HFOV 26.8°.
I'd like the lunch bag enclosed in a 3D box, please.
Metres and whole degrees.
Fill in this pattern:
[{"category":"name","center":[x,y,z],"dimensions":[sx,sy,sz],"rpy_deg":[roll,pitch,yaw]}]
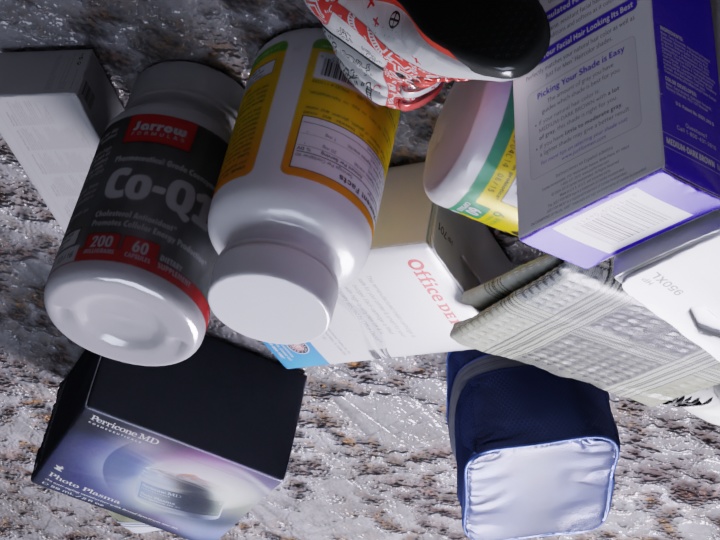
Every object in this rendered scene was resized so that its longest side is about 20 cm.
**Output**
[{"category":"lunch bag","center":[0.145,0.140,1.312],"dimensions":[0.135,0.133,0.200],"rpy_deg":[-5,145,-2]}]

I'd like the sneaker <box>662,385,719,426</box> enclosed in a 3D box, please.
[{"category":"sneaker","center":[0.253,0.086,1.243],"dimensions":[0.074,0.080,0.200],"rpy_deg":[-22,134,39]}]

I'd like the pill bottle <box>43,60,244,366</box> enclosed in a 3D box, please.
[{"category":"pill bottle","center":[-0.142,-0.044,1.071],"dimensions":[0.113,0.201,0.114],"rpy_deg":[9,146,6]}]

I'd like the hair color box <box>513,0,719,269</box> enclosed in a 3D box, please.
[{"category":"hair color box","center":[0.145,-0.115,0.869],"dimensions":[0.065,0.201,0.109],"rpy_deg":[19,149,-35]}]

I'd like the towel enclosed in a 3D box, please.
[{"category":"towel","center":[0.182,0.040,1.079],"dimensions":[0.192,0.035,0.200],"rpy_deg":[18,158,-16]}]

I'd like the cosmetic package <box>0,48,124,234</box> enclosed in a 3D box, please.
[{"category":"cosmetic package","center":[-0.212,-0.085,1.169],"dimensions":[0.082,0.051,0.200],"rpy_deg":[-1,144,16]}]

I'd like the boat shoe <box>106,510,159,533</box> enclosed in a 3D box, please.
[{"category":"boat shoe","center":[-0.221,0.246,1.639],"dimensions":[0.062,0.072,0.200],"rpy_deg":[31,145,-29]}]

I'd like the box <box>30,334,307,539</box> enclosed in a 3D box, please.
[{"category":"box","center":[-0.186,0.153,1.447],"dimensions":[0.199,0.124,0.198],"rpy_deg":[22,144,-15]}]

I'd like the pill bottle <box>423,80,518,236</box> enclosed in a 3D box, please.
[{"category":"pill bottle","center":[0.153,-0.064,1.024],"dimensions":[0.199,0.113,0.113],"rpy_deg":[21,146,-13]}]

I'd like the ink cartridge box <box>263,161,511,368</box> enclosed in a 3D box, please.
[{"category":"ink cartridge box","center":[0.000,0.000,1.192],"dimensions":[0.199,0.086,0.147],"rpy_deg":[-9,141,26]}]

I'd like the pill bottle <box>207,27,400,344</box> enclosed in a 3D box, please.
[{"category":"pill bottle","center":[-0.041,-0.055,1.021],"dimensions":[0.110,0.201,0.111],"rpy_deg":[9,146,6]}]

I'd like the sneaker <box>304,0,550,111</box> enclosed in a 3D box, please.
[{"category":"sneaker","center":[0.047,-0.140,0.933],"dimensions":[0.201,0.067,0.108],"rpy_deg":[30,159,37]}]

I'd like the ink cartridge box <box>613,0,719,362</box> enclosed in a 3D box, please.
[{"category":"ink cartridge box","center":[0.231,-0.055,0.924],"dimensions":[0.144,0.201,0.084],"rpy_deg":[31,139,-30]}]
